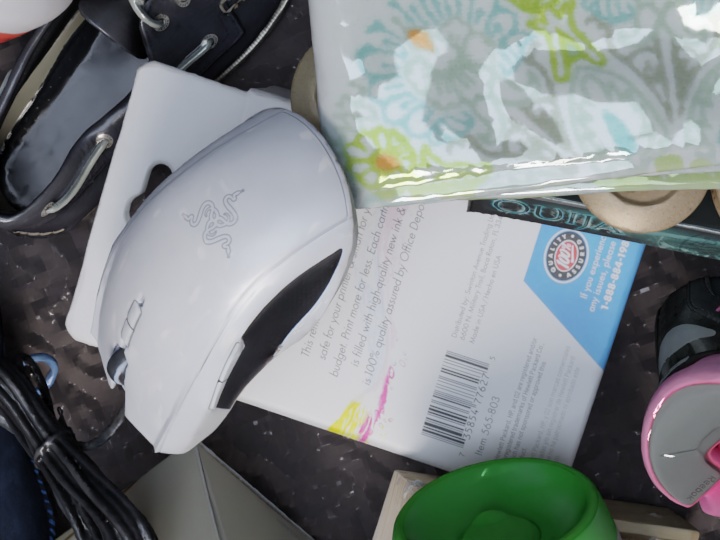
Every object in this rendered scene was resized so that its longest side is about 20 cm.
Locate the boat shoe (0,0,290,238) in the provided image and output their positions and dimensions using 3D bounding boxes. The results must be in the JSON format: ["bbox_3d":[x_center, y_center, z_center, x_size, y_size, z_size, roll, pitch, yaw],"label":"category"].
[{"bbox_3d":[-0.083,-0.093,0.755,0.073,0.063,0.200,39,101,0],"label":"boat shoe"}]

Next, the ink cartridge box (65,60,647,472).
[{"bbox_3d":[0.000,0.000,0.755,0.199,0.068,0.116,18,99,4],"label":"ink cartridge box"}]

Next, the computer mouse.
[{"bbox_3d":[-0.072,0.022,0.671,0.110,0.044,0.200,57,131,23],"label":"computer mouse"}]

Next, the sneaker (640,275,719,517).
[{"bbox_3d":[0.186,0.065,0.738,0.199,0.096,0.079,31,119,-22],"label":"sneaker"}]

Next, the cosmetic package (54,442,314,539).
[{"bbox_3d":[-0.106,0.169,0.772,0.199,0.073,0.104,-36,128,10],"label":"cosmetic package"}]

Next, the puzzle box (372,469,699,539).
[{"bbox_3d":[0.046,0.181,0.763,0.132,0.025,0.201,10,101,-28],"label":"puzzle box"}]

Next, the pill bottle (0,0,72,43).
[{"bbox_3d":[-0.207,-0.115,0.732,0.199,0.112,0.113,-19,96,24],"label":"pill bottle"}]

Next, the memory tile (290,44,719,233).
[{"bbox_3d":[0.081,-0.094,0.675,0.198,0.017,0.155,11,87,2],"label":"memory tile"}]

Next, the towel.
[{"bbox_3d":[0.064,-0.120,0.616,0.170,0.048,0.202,-4,106,3],"label":"towel"}]

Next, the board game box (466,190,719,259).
[{"bbox_3d":[0.147,-0.067,0.711,0.198,0.028,0.136,11,70,2],"label":"board game box"}]

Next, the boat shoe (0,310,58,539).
[{"bbox_3d":[-0.175,0.030,0.772,0.068,0.084,0.201,-28,96,27],"label":"boat shoe"}]

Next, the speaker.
[{"bbox_3d":[0.066,0.172,0.707,0.088,0.089,0.201,-9,113,9],"label":"speaker"}]
